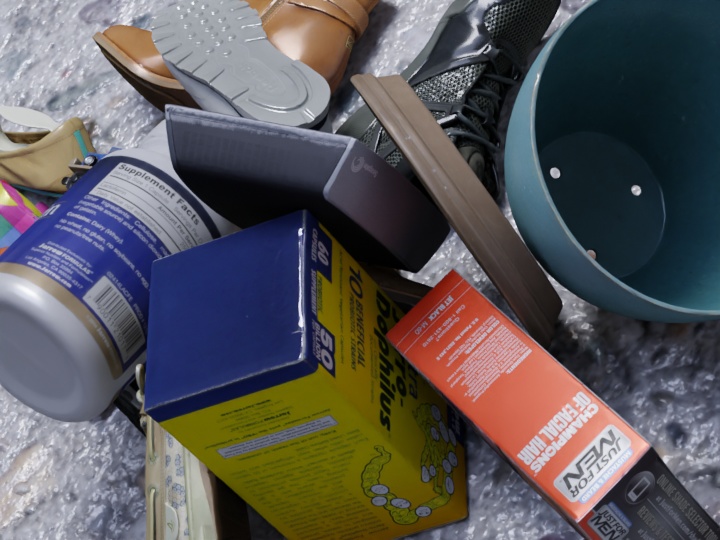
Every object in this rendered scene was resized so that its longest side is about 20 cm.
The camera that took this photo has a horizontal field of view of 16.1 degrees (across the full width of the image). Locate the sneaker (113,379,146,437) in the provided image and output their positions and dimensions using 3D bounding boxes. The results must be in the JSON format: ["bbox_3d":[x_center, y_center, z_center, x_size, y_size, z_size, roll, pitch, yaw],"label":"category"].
[{"bbox_3d":[-0.151,0.037,1.703,0.088,0.076,0.200,-40,59,-8],"label":"sneaker"}]

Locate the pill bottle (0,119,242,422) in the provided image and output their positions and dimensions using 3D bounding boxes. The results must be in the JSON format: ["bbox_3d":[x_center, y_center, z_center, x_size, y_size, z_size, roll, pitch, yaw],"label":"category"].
[{"bbox_3d":[-0.152,-0.006,1.633,0.116,0.116,0.200,9,43,39],"label":"pill bottle"}]

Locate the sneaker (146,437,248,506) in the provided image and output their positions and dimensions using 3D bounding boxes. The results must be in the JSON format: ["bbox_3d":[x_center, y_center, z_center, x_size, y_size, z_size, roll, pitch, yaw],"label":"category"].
[{"bbox_3d":[-0.103,0.124,1.605,0.080,0.070,0.200,17,57,-3],"label":"sneaker"}]

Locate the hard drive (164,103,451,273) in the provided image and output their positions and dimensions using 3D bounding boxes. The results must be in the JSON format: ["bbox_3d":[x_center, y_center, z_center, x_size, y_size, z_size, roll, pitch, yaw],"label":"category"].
[{"bbox_3d":[-0.032,-0.045,1.528,0.135,0.200,0.042,11,80,20],"label":"hard drive"}]

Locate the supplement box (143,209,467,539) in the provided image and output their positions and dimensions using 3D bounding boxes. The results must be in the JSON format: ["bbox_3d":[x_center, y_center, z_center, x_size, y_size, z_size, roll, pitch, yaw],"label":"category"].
[{"bbox_3d":[-0.029,0.072,1.516,0.109,0.200,0.109,-18,51,22],"label":"supplement box"}]

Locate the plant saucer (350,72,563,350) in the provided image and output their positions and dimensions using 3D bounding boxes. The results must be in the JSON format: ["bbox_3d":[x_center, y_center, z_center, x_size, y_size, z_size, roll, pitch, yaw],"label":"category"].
[{"bbox_3d":[0.061,-0.040,1.516,0.029,0.200,0.200,-35,45,3],"label":"plant saucer"}]

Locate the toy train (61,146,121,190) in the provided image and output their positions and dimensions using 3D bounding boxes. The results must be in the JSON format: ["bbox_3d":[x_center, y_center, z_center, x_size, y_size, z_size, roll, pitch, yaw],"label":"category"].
[{"bbox_3d":[-0.130,-0.062,1.776,0.200,0.034,0.046,6,59,37],"label":"toy train"}]

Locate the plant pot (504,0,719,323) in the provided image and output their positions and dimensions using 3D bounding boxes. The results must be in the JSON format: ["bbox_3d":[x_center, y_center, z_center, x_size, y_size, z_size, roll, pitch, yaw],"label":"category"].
[{"bbox_3d":[0.165,-0.056,1.505,0.200,0.200,0.135,-67,13,-22],"label":"plant pot"}]

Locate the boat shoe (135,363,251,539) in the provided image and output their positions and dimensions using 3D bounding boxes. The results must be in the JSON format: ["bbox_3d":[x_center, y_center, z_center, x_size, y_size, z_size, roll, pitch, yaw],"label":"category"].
[{"bbox_3d":[-0.110,0.109,1.534,0.063,0.073,0.200,-17,61,16],"label":"boat shoe"}]

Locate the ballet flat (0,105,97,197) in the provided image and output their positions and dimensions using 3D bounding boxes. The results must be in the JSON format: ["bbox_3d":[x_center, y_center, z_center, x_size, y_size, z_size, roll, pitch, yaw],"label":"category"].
[{"bbox_3d":[-0.274,-0.095,1.901,0.200,0.063,0.069,4,27,33],"label":"ballet flat"}]

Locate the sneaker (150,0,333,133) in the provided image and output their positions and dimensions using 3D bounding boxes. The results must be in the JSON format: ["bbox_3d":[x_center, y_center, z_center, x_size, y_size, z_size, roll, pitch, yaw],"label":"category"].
[{"bbox_3d":[-0.081,-0.118,1.720,0.076,0.081,0.200,-26,42,-13],"label":"sneaker"}]

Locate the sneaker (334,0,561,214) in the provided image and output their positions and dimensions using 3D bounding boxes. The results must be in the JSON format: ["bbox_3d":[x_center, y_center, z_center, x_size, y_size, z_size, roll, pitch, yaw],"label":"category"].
[{"bbox_3d":[0.076,-0.108,1.665,0.199,0.076,0.114,-46,47,2],"label":"sneaker"}]

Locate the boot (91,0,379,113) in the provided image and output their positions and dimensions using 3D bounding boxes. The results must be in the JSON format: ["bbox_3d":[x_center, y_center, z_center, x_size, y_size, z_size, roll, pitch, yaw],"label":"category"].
[{"bbox_3d":[-0.086,-0.178,1.823,0.200,0.077,0.155,24,76,40],"label":"boot"}]

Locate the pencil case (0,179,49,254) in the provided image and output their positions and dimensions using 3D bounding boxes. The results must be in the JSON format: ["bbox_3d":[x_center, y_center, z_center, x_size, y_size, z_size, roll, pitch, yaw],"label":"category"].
[{"bbox_3d":[-0.294,0.025,1.823,0.200,0.088,0.088,-46,45,-5],"label":"pencil case"}]

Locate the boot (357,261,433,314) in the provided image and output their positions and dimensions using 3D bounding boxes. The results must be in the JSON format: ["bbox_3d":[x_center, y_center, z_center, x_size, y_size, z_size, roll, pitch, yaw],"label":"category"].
[{"bbox_3d":[0.000,0.000,1.646,0.200,0.074,0.075,16,61,44],"label":"boot"}]

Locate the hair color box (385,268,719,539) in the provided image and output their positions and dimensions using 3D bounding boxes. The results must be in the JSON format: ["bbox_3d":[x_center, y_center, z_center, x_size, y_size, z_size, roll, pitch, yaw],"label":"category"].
[{"bbox_3d":[0.110,0.094,1.466,0.064,0.111,0.200,-46,44,-3],"label":"hair color box"}]
